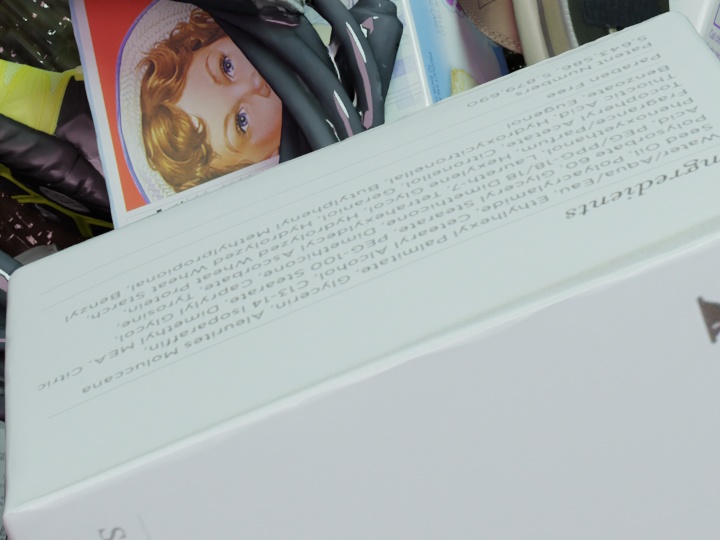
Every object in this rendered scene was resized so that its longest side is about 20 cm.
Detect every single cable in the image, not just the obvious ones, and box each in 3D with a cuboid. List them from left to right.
[{"bbox_3d":[-0.080,-0.031,0.736,0.199,0.051,0.164,2,90,26],"label":"cable"}]

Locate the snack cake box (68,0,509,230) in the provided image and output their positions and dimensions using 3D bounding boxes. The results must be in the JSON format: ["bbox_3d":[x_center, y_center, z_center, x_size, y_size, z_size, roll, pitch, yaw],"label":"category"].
[{"bbox_3d":[-0.017,-0.047,0.763,0.115,0.067,0.201,-19,76,26],"label":"snack cake box"}]

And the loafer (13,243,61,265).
[{"bbox_3d":[-0.051,0.064,0.888,0.070,0.070,0.200,-41,84,0],"label":"loafer"}]

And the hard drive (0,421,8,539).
[{"bbox_3d":[-0.155,0.130,0.862,0.038,0.140,0.201,11,85,13],"label":"hard drive"}]

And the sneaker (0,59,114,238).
[{"bbox_3d":[-0.063,-0.044,0.904,0.199,0.075,0.077,20,80,2],"label":"sneaker"}]

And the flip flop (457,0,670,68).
[{"bbox_3d":[0.058,-0.081,0.737,0.057,0.081,0.201,-19,75,39],"label":"flip flop"}]

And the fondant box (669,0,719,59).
[{"bbox_3d":[0.129,-0.107,0.824,0.058,0.144,0.201,18,87,31],"label":"fondant box"}]

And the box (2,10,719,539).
[{"bbox_3d":[0.035,0.073,0.639,0.199,0.131,0.200,-21,115,2],"label":"box"}]
